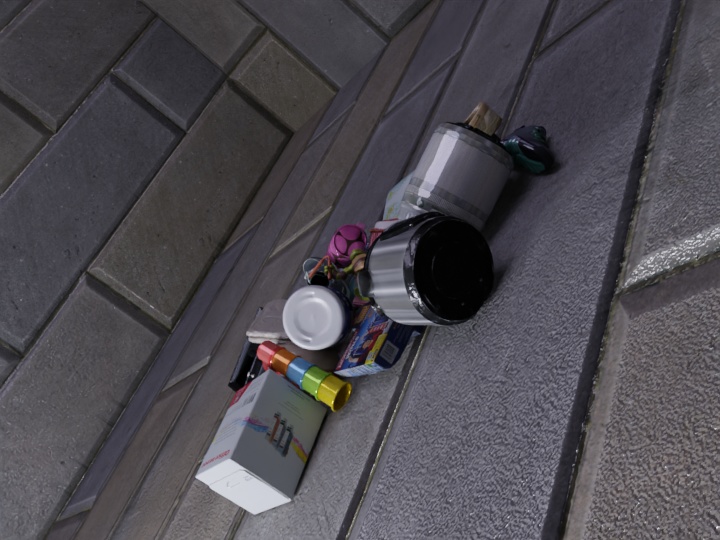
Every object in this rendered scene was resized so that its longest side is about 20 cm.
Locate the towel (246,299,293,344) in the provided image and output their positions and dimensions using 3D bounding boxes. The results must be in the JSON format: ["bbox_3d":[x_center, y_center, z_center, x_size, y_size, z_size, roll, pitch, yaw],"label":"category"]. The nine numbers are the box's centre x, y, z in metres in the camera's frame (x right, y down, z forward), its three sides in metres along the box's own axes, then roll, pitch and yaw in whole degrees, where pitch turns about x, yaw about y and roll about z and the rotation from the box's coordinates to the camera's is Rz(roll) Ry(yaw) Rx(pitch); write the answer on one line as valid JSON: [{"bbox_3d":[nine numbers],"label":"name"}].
[{"bbox_3d":[-0.139,0.116,1.803,0.197,0.035,0.133,3,35,25],"label":"towel"}]

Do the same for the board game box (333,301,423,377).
[{"bbox_3d":[0.038,0.113,1.524,0.199,0.061,0.201,-25,32,59],"label":"board game box"}]

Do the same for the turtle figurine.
[{"bbox_3d":[0.000,0.000,1.640,0.198,0.065,0.162,-25,30,-2],"label":"turtle figurine"}]

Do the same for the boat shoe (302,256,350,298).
[{"bbox_3d":[-0.088,0.014,1.836,0.073,0.062,0.200,-51,36,6],"label":"boat shoe"}]

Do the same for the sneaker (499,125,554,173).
[{"bbox_3d":[0.309,-0.233,1.494,0.087,0.075,0.200,-42,19,-2],"label":"sneaker"}]

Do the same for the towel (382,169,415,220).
[{"bbox_3d":[0.121,-0.173,1.907,0.200,0.048,0.172,-42,19,33],"label":"towel"}]

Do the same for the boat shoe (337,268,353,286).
[{"bbox_3d":[-0.086,0.084,1.893,0.202,0.074,0.087,-45,17,32],"label":"boat shoe"}]

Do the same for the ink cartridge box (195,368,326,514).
[{"bbox_3d":[-0.183,0.321,1.541,0.145,0.144,0.201,-34,24,46],"label":"ink cartridge box"}]

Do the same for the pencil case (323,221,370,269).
[{"bbox_3d":[-0.035,-0.042,1.923,0.094,0.090,0.200,-63,4,-19],"label":"pencil case"}]

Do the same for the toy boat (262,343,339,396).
[{"bbox_3d":[-0.122,0.219,1.682,0.199,0.129,0.133,166,109,-65],"label":"toy boat"}]

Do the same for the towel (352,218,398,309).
[{"bbox_3d":[0.060,-0.020,1.670,0.143,0.023,0.202,-8,59,45],"label":"towel"}]

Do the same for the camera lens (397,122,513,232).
[{"bbox_3d":[0.172,-0.153,1.499,0.202,0.159,0.160,-63,17,1],"label":"camera lens"}]

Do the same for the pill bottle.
[{"bbox_3d":[-0.074,0.091,1.621,0.120,0.119,0.200,-51,-8,3],"label":"pill bottle"}]

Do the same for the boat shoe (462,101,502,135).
[{"bbox_3d":[0.196,-0.261,1.690,0.200,0.064,0.072,-43,20,24],"label":"boat shoe"}]

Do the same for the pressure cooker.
[{"bbox_3d":[0.098,0.005,1.365,0.199,0.175,0.180,-7,51,62],"label":"pressure cooker"}]

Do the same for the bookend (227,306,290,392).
[{"bbox_3d":[-0.205,0.198,1.871,0.201,0.091,0.200,-68,19,-5],"label":"bookend"}]

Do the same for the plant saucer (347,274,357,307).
[{"bbox_3d":[0.042,0.005,1.776,0.200,0.036,0.201,-46,19,20],"label":"plant saucer"}]

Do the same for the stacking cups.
[{"bbox_3d":[-0.109,0.187,1.550,0.060,0.199,0.061,-41,-32,-34],"label":"stacking cups"}]

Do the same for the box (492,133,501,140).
[{"bbox_3d":[0.201,-0.176,1.699,0.161,0.049,0.201,-24,34,52],"label":"box"}]
